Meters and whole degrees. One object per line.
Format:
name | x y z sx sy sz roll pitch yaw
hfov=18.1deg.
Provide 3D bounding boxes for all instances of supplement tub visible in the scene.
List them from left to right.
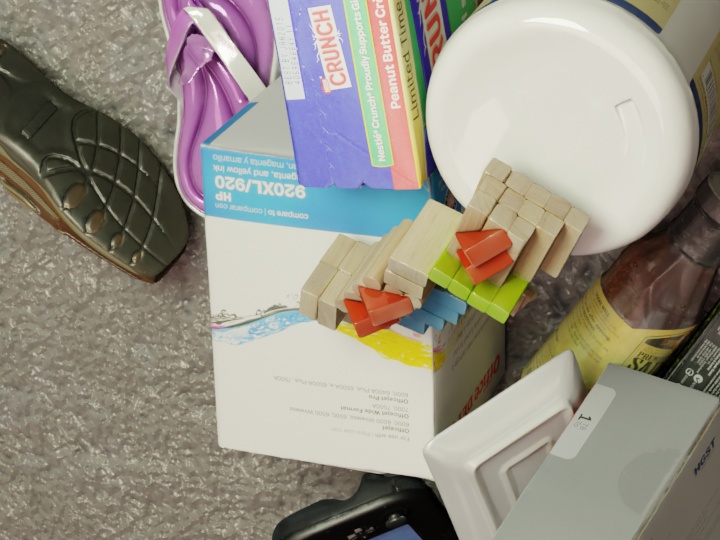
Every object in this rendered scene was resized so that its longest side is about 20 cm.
supplement tub | 0.129 -0.110 1.219 0.144 0.200 0.145 9 118 17

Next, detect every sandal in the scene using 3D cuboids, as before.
sandal | -0.089 -0.119 1.389 0.082 0.050 0.203 6 117 19

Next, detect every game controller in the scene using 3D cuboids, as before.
game controller | 0.010 0.175 1.411 0.104 0.200 0.042 -31 65 2

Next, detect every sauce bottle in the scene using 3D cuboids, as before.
sauce bottle | 0.166 0.025 1.348 0.066 0.066 0.200 37 124 2

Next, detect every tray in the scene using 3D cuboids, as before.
tray | 0.106 0.134 1.358 0.107 0.022 0.200 -32 142 -7

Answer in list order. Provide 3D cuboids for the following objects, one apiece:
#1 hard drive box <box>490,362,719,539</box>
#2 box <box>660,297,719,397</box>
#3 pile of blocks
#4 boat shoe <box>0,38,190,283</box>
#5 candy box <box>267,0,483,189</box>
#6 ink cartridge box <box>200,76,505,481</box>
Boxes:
hard drive box | 0.156 0.182 1.332 0.077 0.156 0.200 18 142 29
box | 0.286 0.082 1.339 0.193 0.048 0.200 33 122 3
pile of blocks | 0.037 0.011 1.183 0.082 0.062 0.200 45 146 -15
boat shoe | -0.194 -0.069 1.449 0.200 0.076 0.074 44 155 1
candy box | 0.018 -0.158 1.241 0.077 0.200 0.169 1 114 21
ink cartridge box | 0.000 0.000 1.354 0.144 0.147 0.200 7 116 19
